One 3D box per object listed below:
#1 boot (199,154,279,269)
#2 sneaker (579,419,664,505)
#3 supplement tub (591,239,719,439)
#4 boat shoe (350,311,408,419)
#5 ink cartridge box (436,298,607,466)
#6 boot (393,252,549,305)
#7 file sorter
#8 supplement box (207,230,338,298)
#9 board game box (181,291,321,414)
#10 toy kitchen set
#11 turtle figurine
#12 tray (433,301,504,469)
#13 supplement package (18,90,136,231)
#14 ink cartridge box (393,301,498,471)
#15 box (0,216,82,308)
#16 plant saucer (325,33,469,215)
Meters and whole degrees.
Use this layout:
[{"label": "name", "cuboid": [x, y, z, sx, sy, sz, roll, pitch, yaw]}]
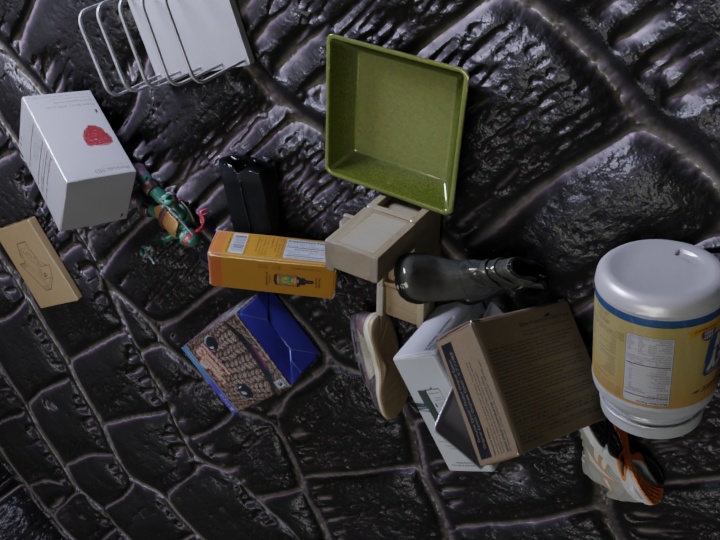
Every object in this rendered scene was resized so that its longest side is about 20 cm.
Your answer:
[{"label": "boot", "cuboid": [-0.202, -0.089, 1.264, 0.163, 0.066, 0.201, 8, 131, 18]}, {"label": "sneaker", "cuboid": [0.335, 0.253, 1.110, 0.092, 0.076, 0.201, -27, 101, 49]}, {"label": "supplement tub", "cuboid": [0.347, 0.081, 0.926, 0.143, 0.145, 0.202, 12, 127, 30]}, {"label": "boat shoe", "cuboid": [0.028, 0.149, 1.269, 0.064, 0.072, 0.202, 18, 133, 42]}, {"label": "ink cartridge box", "cuboid": [0.209, 0.136, 0.996, 0.075, 0.199, 0.166, -34, 70, 47]}, {"label": "boot", "cuboid": [0.146, 0.002, 1.009, 0.130, 0.199, 0.069, -15, 75, 43]}, {"label": "file sorter", "cuboid": [-0.279, -0.332, 1.114, 0.198, 0.124, 0.140, 2, 121, 36]}, {"label": "supplement box", "cuboid": [-0.132, -0.010, 1.221, 0.198, 0.069, 0.067, 8, 128, 3]}, {"label": "board game box", "cuboid": [-0.197, 0.144, 1.407, 0.199, 0.097, 0.160, -31, 99, 45]}, {"label": "toy kitchen set", "cuboid": [0.000, 0.000, 1.101, 0.162, 0.180, 0.202, 19, 128, 26]}, {"label": "turtle figurine", "cuboid": [-0.336, -0.088, 1.347, 0.200, 0.100, 0.151, 43, 123, 25]}, {"label": "tray", "cuboid": [0.164, 0.153, 1.063, 0.107, 0.201, 0.022, 42, 153, -27]}, {"label": "supplement package", "cuboid": [-0.476, -0.186, 1.320, 0.201, 0.120, 0.120, 55, 140, 23]}, {"label": "ink cartridge box", "cuboid": [0.149, 0.163, 1.130, 0.083, 0.147, 0.201, -12, 112, 42]}, {"label": "box", "cuboid": [-0.707, -0.015, 1.728, 0.162, 0.021, 0.201, -9, 113, 40]}, {"label": "plant saucer", "cuboid": [0.050, -0.194, 1.020, 0.199, 0.048, 0.201, 22, 131, 24]}]
